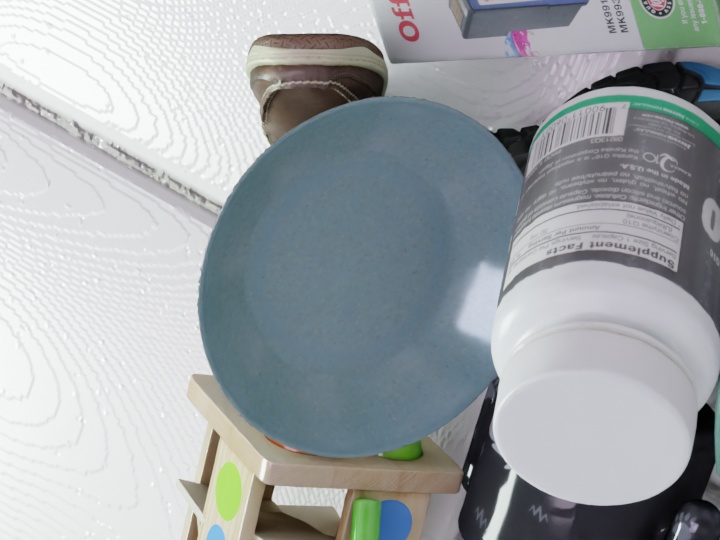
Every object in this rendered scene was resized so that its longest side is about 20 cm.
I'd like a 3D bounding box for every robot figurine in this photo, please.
[{"bbox_3d":[0.124,0.118,1.344,0.125,0.150,0.200,17,107,-3],"label":"robot figurine"}]

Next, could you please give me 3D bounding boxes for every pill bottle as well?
[{"bbox_3d":[0.126,0.012,1.226,0.113,0.200,0.113,8,135,8],"label":"pill bottle"}]

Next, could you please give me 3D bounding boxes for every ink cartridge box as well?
[{"bbox_3d":[0.096,-0.193,1.292,0.200,0.088,0.145,1,125,30],"label":"ink cartridge box"}]

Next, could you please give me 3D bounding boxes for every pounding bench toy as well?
[{"bbox_3d":[-0.018,0.154,1.372,0.200,0.124,0.156,41,121,58],"label":"pounding bench toy"}]

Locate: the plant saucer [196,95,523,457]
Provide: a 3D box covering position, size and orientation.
[{"bbox_3d":[0.000,0.000,1.319,0.039,0.201,0.201,36,119,58],"label":"plant saucer"}]

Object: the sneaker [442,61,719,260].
[{"bbox_3d":[0.127,-0.054,1.354,0.200,0.073,0.082,-19,109,33],"label":"sneaker"}]

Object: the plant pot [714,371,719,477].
[{"bbox_3d":[0.266,0.028,1.249,0.141,0.141,0.200,28,117,22],"label":"plant pot"}]

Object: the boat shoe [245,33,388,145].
[{"bbox_3d":[-0.019,-0.078,1.346,0.075,0.202,0.075,-1,83,7],"label":"boat shoe"}]
